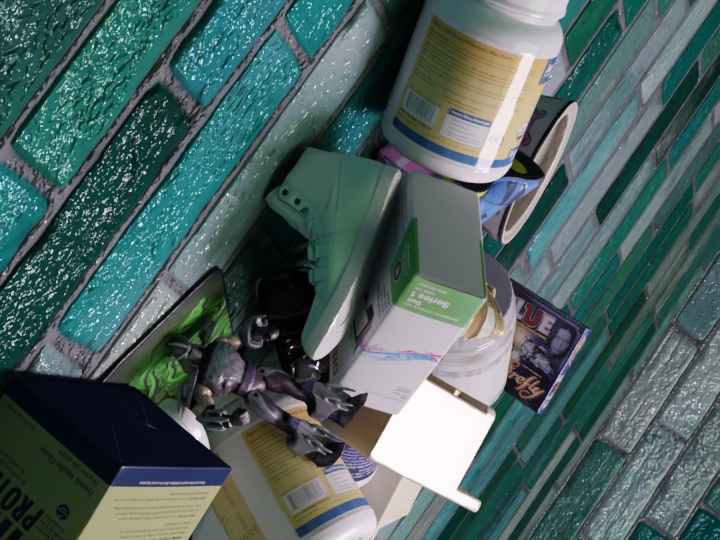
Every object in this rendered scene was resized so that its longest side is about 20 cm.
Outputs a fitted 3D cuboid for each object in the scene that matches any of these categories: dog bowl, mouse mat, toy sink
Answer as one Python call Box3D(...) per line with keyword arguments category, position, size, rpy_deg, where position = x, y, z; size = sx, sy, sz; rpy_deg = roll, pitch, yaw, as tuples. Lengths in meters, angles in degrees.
Box3D(category="dog bowl", position=(0.196, -0.137, 1.722), size=(0.201, 0.073, 0.201), rpy_deg=(-56, 165, -23))
Box3D(category="mouse mat", position=(-0.195, 0.104, 1.343), size=(0.200, 0.007, 0.162), rpy_deg=(-47, 156, -26))
Box3D(category="toy sink", position=(0.014, 0.265, 1.832), size=(0.112, 0.130, 0.202), rpy_deg=(-6, 125, -63))
Box3D(category="toy sink", position=(0.063, 0.172, 1.547), size=(0.199, 0.130, 0.113), rpy_deg=(32, 86, -39))

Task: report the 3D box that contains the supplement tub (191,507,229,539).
Box3D(category="supplement tub", position=(-0.110, 0.340, 1.656), size=(0.141, 0.140, 0.200), rpy_deg=(-55, 158, -5))

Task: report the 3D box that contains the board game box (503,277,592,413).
Box3D(category="board game box", position=(0.204, 0.087, 1.900), size=(0.137, 0.199, 0.035), rpy_deg=(-61, 156, 8))

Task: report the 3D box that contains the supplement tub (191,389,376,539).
Box3D(category="supplement tub", position=(-0.088, 0.219, 1.421), size=(0.144, 0.201, 0.145), rpy_deg=(-29, 162, -10))

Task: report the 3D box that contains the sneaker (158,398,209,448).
Box3D(category="sneaker", position=(-0.215, 0.223, 1.356), size=(0.115, 0.073, 0.201), rpy_deg=(-42, 159, -41))

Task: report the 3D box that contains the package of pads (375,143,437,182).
Box3D(category="package of pads", position=(0.089, -0.117, 1.554), size=(0.200, 0.075, 0.121), rpy_deg=(-38, 155, -39))

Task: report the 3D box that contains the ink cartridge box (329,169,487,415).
Box3D(category="ink cartridge box", position=(0.043, 0.025, 1.373), size=(0.146, 0.083, 0.201), rpy_deg=(-90, -155, -43))

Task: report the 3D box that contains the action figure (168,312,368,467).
Box3D(category="action figure", position=(-0.098, 0.112, 1.329), size=(0.069, 0.198, 0.131), rpy_deg=(-35, -150, 61))

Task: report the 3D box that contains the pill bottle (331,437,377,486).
Box3D(category="pill bottle", position=(-0.021, 0.201, 1.696), size=(0.111, 0.110, 0.202), rpy_deg=(-31, 146, -47))

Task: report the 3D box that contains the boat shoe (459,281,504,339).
Box3D(category="boat shoe", position=(0.107, 0.022, 1.452), size=(0.201, 0.075, 0.072), rpy_deg=(-105, -143, -61))

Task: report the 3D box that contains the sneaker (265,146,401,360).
Box3D(category="sneaker", position=(-0.046, -0.021, 1.329), size=(0.074, 0.117, 0.203), rpy_deg=(57, 53, -76))

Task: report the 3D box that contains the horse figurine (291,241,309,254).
Box3D(category="horse figurine", position=(0.000, 0.000, 1.498), size=(0.131, 0.050, 0.201), rpy_deg=(-22, 148, -7))

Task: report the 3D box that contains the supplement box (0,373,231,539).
Box3D(category="supplement box", position=(-0.253, 0.216, 1.194), size=(0.201, 0.134, 0.200), rpy_deg=(-57, 157, 5))

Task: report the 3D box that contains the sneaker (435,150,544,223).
Box3D(category="sneaker", position=(0.132, -0.088, 1.509), size=(0.199, 0.066, 0.079), rpy_deg=(-21, 147, -53))

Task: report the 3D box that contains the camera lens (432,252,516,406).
Box3D(category="camera lens", position=(0.119, 0.085, 1.772), size=(0.160, 0.159, 0.201), rpy_deg=(-44, 155, -28))

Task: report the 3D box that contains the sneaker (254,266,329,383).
Box3D(category="sneaker", position=(-0.059, 0.070, 1.441), size=(0.075, 0.088, 0.201), rpy_deg=(-13, 151, 2))

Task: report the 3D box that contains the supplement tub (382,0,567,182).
Box3D(category="supplement tub", position=(0.117, -0.207, 1.379), size=(0.144, 0.144, 0.202), rpy_deg=(-23, 140, -54))
